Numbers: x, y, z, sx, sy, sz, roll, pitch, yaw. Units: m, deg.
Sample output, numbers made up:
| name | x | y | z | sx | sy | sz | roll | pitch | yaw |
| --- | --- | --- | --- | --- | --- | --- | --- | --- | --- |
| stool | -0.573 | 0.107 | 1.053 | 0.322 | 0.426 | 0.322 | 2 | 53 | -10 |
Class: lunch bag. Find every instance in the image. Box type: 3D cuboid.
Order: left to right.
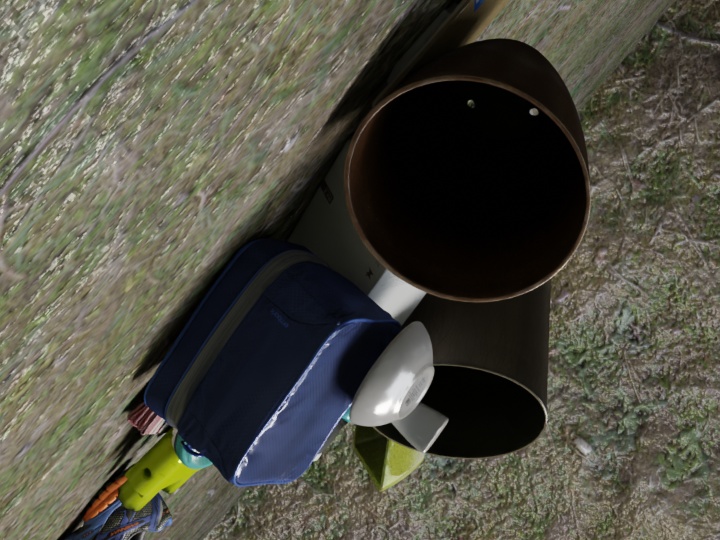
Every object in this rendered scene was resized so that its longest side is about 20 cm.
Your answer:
| name | x | y | z | sx | sy | sz | roll | pitch | yaw |
| --- | --- | --- | --- | --- | --- | --- | --- | --- | --- |
| lunch bag | -0.083 | 0.077 | 1.337 | 0.200 | 0.132 | 0.136 | -54 | 156 | 10 |

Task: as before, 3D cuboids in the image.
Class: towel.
| name | x | y | z | sx | sy | sz | roll | pitch | yaw |
| --- | --- | --- | --- | --- | --- | --- | --- | --- | --- |
| towel | -0.151 | 0.090 | 1.491 | 0.144 | 0.023 | 0.200 | -51 | 176 | -4 |

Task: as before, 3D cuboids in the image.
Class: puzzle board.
| name | x | y | z | sx | sy | sz | roll | pitch | yaw |
| --- | --- | --- | --- | --- | --- | --- | --- | --- | --- |
| puzzle board | 0.077 | -0.198 | 1.332 | 0.200 | 0.017 | 0.151 | -49 | 173 | -2 |

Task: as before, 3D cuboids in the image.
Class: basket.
| name | x | y | z | sx | sy | sz | roll | pitch | yaw |
| --- | --- | --- | --- | --- | --- | --- | --- | --- | --- |
| basket | 0.109 | 0.057 | 1.522 | 0.180 | 0.136 | 0.200 | -6 | -136 | 29 |

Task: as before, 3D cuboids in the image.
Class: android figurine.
| name | x | y | z | sx | sy | sz | roll | pitch | yaw |
| --- | --- | --- | --- | --- | --- | --- | --- | --- | --- |
| android figurine | -0.150 | 0.162 | 1.579 | 0.200 | 0.041 | 0.182 | -42 | 169 | 26 |

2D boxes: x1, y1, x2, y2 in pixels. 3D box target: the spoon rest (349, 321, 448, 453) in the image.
| name | x | y | z | sx | sy | sz | roll | pitch | yaw |
| --- | --- | --- | --- | --- | --- | --- | --- | --- | --- |
| spoon rest | 0.030 | 0.102 | 1.369 | 0.099 | 0.061 | 0.200 | -53 | 159 | -12 |

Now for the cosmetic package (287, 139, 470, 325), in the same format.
| name | x | y | z | sx | sy | sz | roll | pitch | yaw |
| --- | --- | --- | --- | --- | --- | --- | --- | --- | --- |
| cosmetic package | 0.008 | -0.021 | 1.409 | 0.081 | 0.113 | 0.200 | -12 | 152 | -33 |

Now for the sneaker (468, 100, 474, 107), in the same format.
| name | x | y | z | sx | sy | sz | roll | pitch | yaw |
| --- | --- | --- | --- | --- | --- | --- | --- | --- | --- |
| sneaker | 0.085 | -0.120 | 1.517 | 0.089 | 0.077 | 0.200 | -66 | 173 | 23 |

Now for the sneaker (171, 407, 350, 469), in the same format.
| name | x | y | z | sx | sy | sz | roll | pitch | yaw |
| --- | --- | --- | --- | --- | --- | --- | --- | --- | --- |
| sneaker | -0.087 | 0.133 | 1.435 | 0.200 | 0.080 | 0.077 | -28 | 141 | 25 |

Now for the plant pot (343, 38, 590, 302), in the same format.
| name | x | y | z | sx | sy | sz | roll | pitch | yaw |
| --- | --- | --- | --- | --- | --- | --- | --- | --- | --- |
| plant pot | 0.099 | -0.106 | 1.284 | 0.187 | 0.187 | 0.200 | -52 | -172 | 31 |

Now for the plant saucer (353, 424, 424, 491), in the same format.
| name | x | y | z | sx | sy | sz | roll | pitch | yaw |
| --- | --- | --- | --- | --- | --- | --- | --- | --- | --- |
| plant saucer | 0.042 | 0.117 | 1.714 | 0.200 | 0.048 | 0.200 | -140 | -122 | -79 |

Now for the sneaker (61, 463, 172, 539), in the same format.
| name | x | y | z | sx | sy | sz | roll | pitch | yaw |
| --- | --- | --- | --- | --- | --- | --- | --- | --- | --- |
| sneaker | -0.269 | 0.294 | 1.654 | 0.200 | 0.078 | 0.075 | -50 | 174 | 14 |

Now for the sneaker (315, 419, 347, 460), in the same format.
| name | x | y | z | sx | sy | sz | roll | pitch | yaw |
| --- | --- | --- | --- | --- | --- | --- | --- | --- | --- |
| sneaker | -0.058 | 0.155 | 1.733 | 0.099 | 0.071 | 0.200 | -54 | 169 | 5 |
